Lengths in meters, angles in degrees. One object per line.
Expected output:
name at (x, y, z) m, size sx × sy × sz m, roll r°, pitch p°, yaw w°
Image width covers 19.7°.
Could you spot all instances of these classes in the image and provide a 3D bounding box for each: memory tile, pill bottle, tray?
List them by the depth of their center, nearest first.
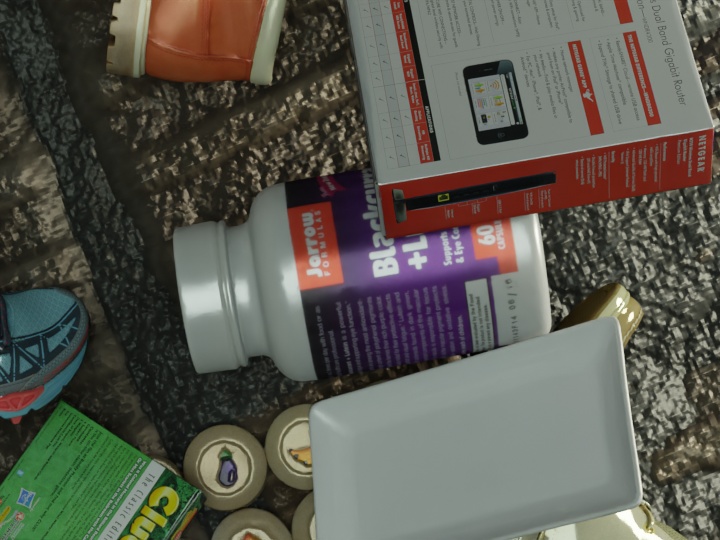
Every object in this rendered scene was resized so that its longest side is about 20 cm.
tray at (0.062, 0.101, 1.135) m, size 0.199 × 0.022 × 0.108 m, roll -18°, pitch 64°, yaw 27°
pill bottle at (0.000, 0.000, 1.154) m, size 0.198 × 0.111 × 0.113 m, roll -10°, pitch 90°, yaw 0°
memory tile at (-0.039, 0.157, 1.203) m, size 0.198 × 0.017 × 0.155 m, roll -17°, pitch 90°, yaw 1°

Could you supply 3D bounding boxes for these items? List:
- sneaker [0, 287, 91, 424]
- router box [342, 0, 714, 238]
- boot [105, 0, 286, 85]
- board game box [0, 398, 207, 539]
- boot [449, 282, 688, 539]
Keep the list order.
sneaker at (-0.230, 0.034, 1.127) m, size 0.199 × 0.079 × 0.096 m, roll -14°, pitch 133°, yaw -35°
router box at (0.084, -0.123, 1.131) m, size 0.178 × 0.049 × 0.201 m, roll -9°, pitch 54°, yaw 1°
boot at (-0.077, -0.203, 1.178) m, size 0.106 × 0.075 × 0.202 m, roll 9°, pitch 99°, yaw -3°
board game box at (-0.184, 0.181, 1.161) m, size 0.104 × 0.023 × 0.201 m, roll 30°, pitch 75°, yaw 20°
boot at (0.145, 0.125, 1.176) m, size 0.154 × 0.072 × 0.201 m, roll 31°, pitch 86°, yaw -3°
